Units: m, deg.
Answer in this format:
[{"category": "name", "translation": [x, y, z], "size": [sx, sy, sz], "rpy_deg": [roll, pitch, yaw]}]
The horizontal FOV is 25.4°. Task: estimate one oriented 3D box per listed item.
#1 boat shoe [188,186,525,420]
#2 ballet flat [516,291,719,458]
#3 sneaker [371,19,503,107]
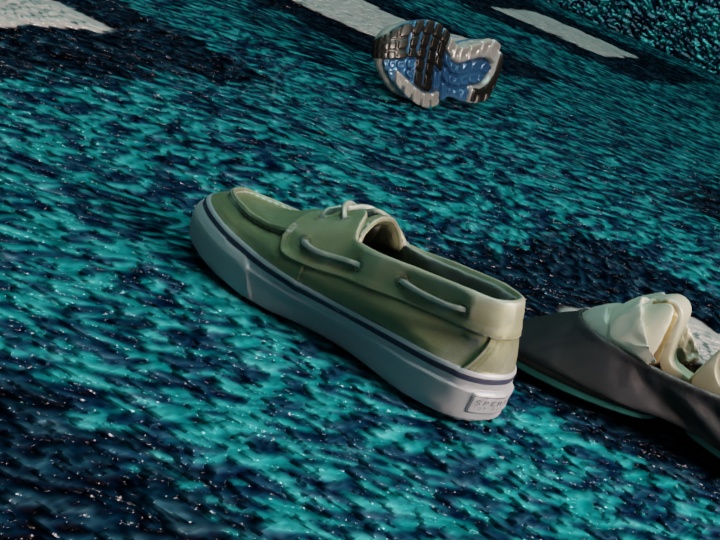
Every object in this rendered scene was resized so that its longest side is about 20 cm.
[{"category": "boat shoe", "translation": [0.000, 0.000, 0.762], "size": [0.200, 0.062, 0.072], "rpy_deg": [30, 19, 32]}, {"category": "ballet flat", "translation": [0.165, 0.052, 0.791], "size": [0.200, 0.073, 0.073], "rpy_deg": [27, 17, 21]}, {"category": "sneaker", "translation": [0.049, -0.189, 1.441], "size": [0.086, 0.075, 0.200], "rpy_deg": [18, 8, 27]}]
